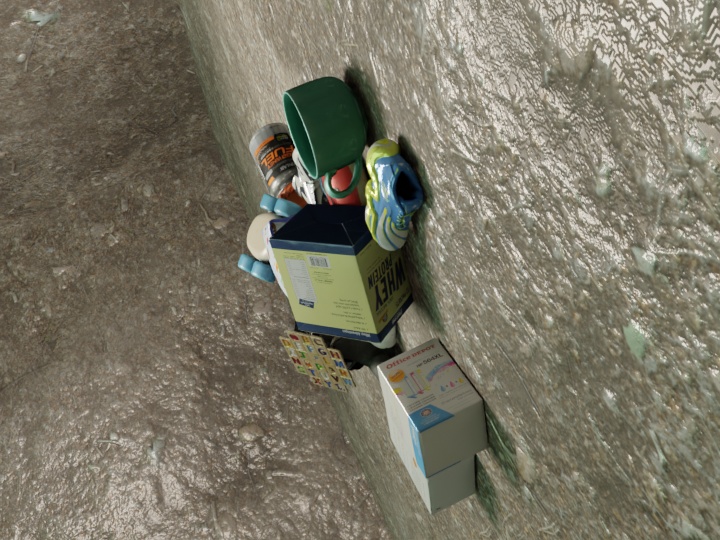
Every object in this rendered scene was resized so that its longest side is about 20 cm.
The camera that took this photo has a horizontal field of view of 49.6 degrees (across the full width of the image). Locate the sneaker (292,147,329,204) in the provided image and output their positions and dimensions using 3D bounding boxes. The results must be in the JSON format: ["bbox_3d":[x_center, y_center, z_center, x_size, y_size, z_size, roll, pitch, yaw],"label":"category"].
[{"bbox_3d":[-0.088,-0.199,1.709,0.130,0.079,0.200,49,149,17],"label":"sneaker"}]

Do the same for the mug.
[{"bbox_3d":[-0.050,-0.237,1.342,0.152,0.112,0.188,-130,20,-55],"label":"mug"}]

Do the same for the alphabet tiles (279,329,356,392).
[{"bbox_3d":[-0.097,0.207,1.766,0.163,0.006,0.202,11,142,30],"label":"alphabet tiles"}]

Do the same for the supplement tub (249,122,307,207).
[{"bbox_3d":[-0.191,-0.257,1.948,0.123,0.120,0.203,90,154,-63],"label":"supplement tub"}]

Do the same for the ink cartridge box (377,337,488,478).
[{"bbox_3d":[0.120,0.231,1.378,0.201,0.126,0.127,-126,18,-49],"label":"ink cartridge box"}]

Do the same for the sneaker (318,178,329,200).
[{"bbox_3d":[-0.073,-0.224,1.578,0.082,0.072,0.204,-129,20,-55],"label":"sneaker"}]

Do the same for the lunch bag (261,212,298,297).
[{"bbox_3d":[-0.129,-0.013,1.664,0.170,0.121,0.205,161,94,-80],"label":"lunch bag"}]

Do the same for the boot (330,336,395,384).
[{"bbox_3d":[0.037,0.217,1.701,0.201,0.178,0.074,-117,42,-56],"label":"boot"}]

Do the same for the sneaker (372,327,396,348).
[{"bbox_3d":[-0.003,0.094,1.731,0.197,0.071,0.081,25,140,18],"label":"sneaker"}]

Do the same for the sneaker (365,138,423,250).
[{"bbox_3d":[0.053,-0.097,1.213,0.105,0.074,0.203,-127,19,-49],"label":"sneaker"}]

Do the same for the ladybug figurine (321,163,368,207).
[{"bbox_3d":[-0.022,-0.144,1.489,0.136,0.071,0.204,-171,60,-77],"label":"ladybug figurine"}]

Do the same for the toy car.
[{"bbox_3d":[-0.159,-0.055,1.855,0.176,0.197,0.188,21,90,59],"label":"toy car"}]

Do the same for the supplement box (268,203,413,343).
[{"bbox_3d":[-0.033,0.001,1.434,0.196,0.134,0.204,6,126,35],"label":"supplement box"}]

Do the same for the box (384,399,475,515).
[{"bbox_3d":[0.139,0.352,1.565,0.154,0.104,0.201,80,163,-47],"label":"box"}]

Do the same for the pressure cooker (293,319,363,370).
[{"bbox_3d":[-0.048,0.145,1.860,0.177,0.196,0.182,-117,44,-58],"label":"pressure cooker"}]
